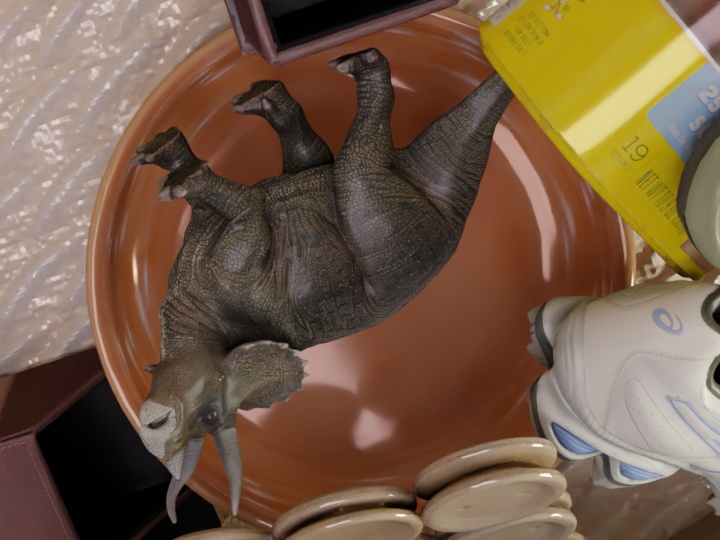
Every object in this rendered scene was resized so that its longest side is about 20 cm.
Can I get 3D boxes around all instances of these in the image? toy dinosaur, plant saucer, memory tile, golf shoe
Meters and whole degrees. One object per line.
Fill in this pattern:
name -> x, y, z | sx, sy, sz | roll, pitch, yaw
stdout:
toy dinosaur -> -0.015, -0.013, 0.823 | 0.200, 0.077, 0.102 | -35, 113, -19
plant saucer -> 0.000, 0.000, 0.870 | 0.200, 0.037, 0.201 | 0, 94, -7
memory tile -> -0.020, 0.109, 0.838 | 0.200, 0.153, 0.017 | -16, 68, 5
golf shoe -> 0.155, 0.048, 0.841 | 0.200, 0.078, 0.097 | 12, 155, -37

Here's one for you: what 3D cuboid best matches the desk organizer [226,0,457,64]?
desk organizer -> -0.032, -0.174, 0.779 | 0.072, 0.077, 0.200 | -19, 103, -4

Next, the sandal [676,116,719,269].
sandal -> 0.189, -0.001, 0.764 | 0.201, 0.057, 0.080 | 12, 105, -31

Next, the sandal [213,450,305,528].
sandal -> -0.021, 0.091, 0.921 | 0.077, 0.070, 0.212 | -13, 111, 9

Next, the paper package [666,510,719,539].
paper package -> 0.134, 0.219, 0.947 | 0.200, 0.104, 0.191 | -35, 107, 16

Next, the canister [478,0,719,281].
canister -> 0.150, -0.098, 0.778 | 0.200, 0.087, 0.149 | -40, 149, 9

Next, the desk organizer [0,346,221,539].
desk organizer -> -0.085, 0.131, 0.943 | 0.077, 0.072, 0.200 | -18, 111, 9
